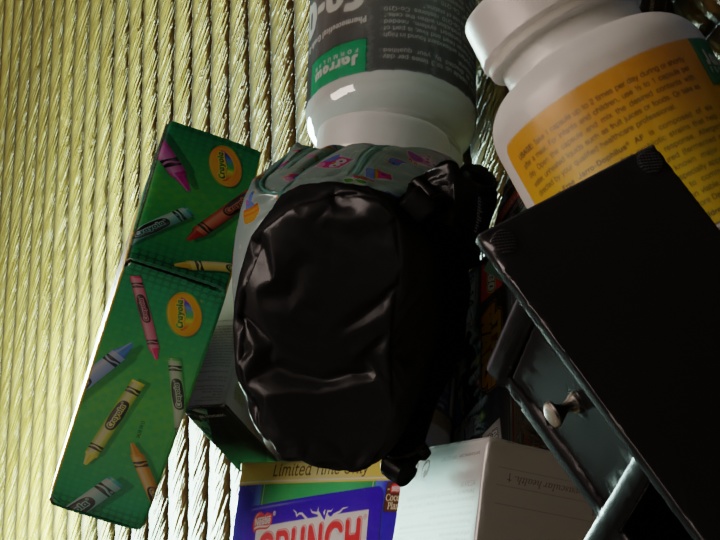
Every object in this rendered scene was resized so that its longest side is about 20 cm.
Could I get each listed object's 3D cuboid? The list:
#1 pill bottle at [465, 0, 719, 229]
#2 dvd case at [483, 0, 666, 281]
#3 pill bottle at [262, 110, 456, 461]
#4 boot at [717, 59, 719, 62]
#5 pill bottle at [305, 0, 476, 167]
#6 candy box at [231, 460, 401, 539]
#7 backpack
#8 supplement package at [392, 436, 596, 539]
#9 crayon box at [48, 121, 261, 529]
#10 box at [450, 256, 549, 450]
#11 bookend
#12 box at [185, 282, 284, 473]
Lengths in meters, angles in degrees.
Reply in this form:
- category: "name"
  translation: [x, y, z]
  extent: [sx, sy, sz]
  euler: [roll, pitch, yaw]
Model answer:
- category: "pill bottle"
  translation: [0.130, -0.048, 1.130]
  extent: [0.201, 0.112, 0.113]
  euler: [62, 146, 13]
- category: "dvd case"
  translation: [0.120, -0.091, 1.304]
  extent: [0.146, 0.022, 0.200]
  euler: [-58, 6, 25]
- category: "pill bottle"
  translation: [0.005, 0.013, 1.435]
  extent: [0.111, 0.110, 0.201]
  euler: [143, 136, -61]
- category: "boot"
  translation: [0.151, -0.064, 1.267]
  extent: [0.200, 0.073, 0.091]
  euler: [-45, 20, 42]
- category: "pill bottle"
  translation: [0.021, -0.132, 1.595]
  extent: [0.113, 0.112, 0.201]
  euler: [132, 145, -54]
- category: "candy box"
  translation: [-0.005, 0.208, 1.353]
  extent: [0.169, 0.077, 0.201]
  euler: [-9, 68, 53]
- category: "backpack"
  translation: [0.000, 0.000, 1.278]
  extent: [0.200, 0.126, 0.168]
  euler: [-55, -24, -68]
- category: "supplement package"
  translation: [0.080, 0.196, 1.231]
  extent: [0.117, 0.116, 0.201]
  euler: [159, 121, -67]
- category: "crayon box"
  translation: [-0.115, 0.033, 1.351]
  extent: [0.119, 0.058, 0.201]
  euler: [-80, 9, -49]
- category: "box"
  translation: [0.072, 0.099, 1.425]
  extent: [0.137, 0.040, 0.201]
  euler: [133, 145, -53]
- category: "bookend"
  translation: [0.121, 0.090, 1.023]
  extent: [0.200, 0.092, 0.199]
  euler: [55, 156, 19]
- category: "box"
  translation: [-0.035, 0.074, 1.504]
  extent: [0.036, 0.200, 0.145]
  euler: [-6, 53, 29]
